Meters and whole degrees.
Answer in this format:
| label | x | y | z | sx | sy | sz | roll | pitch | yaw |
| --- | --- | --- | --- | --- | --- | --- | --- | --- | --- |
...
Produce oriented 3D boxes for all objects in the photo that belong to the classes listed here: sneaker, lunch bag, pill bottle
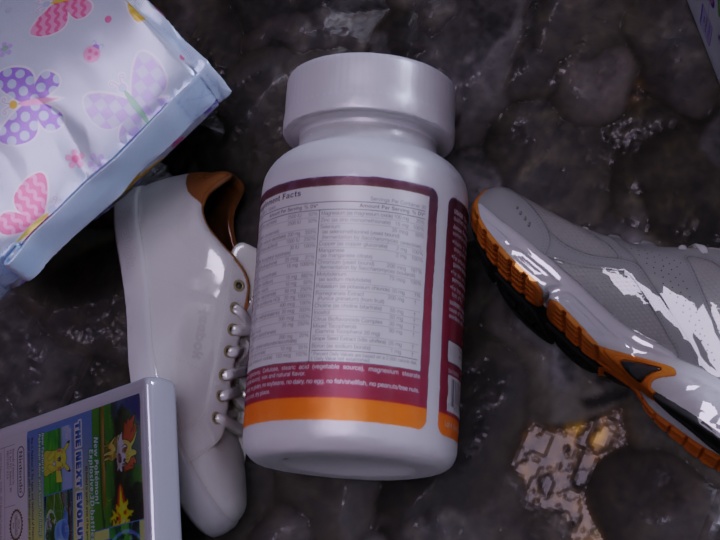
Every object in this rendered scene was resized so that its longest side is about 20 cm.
| label | x | y | z | sx | sy | sz | roll | pitch | yaw |
| --- | --- | --- | --- | --- | --- | --- | --- | --- | --- |
| sneaker | -0.076 | 0.035 | 0.800 | 0.084 | 0.073 | 0.202 | -18 | 70 | 11 |
| lunch bag | -0.177 | -0.089 | 0.823 | 0.170 | 0.127 | 0.200 | -45 | 48 | -2 |
| pill bottle | 0.000 | 0.000 | 0.772 | 0.108 | 0.110 | 0.202 | 0 | 74 | 14 |
| sneaker | 0.146 | 0.013 | 0.759 | 0.200 | 0.076 | 0.092 | 39 | 79 | 13 |

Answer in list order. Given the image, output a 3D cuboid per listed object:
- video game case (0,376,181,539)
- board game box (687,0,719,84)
| label | x | y | z | sx | sy | sz | roll | pitch | yaw |
| --- | --- | --- | --- | --- | --- | --- | --- | --- | --- |
| video game case | -0.153 | 0.171 | 0.764 | 0.181 | 0.022 | 0.202 | -20 | 67 | 40 |
| board game box | 0.196 | -0.134 | 0.738 | 0.040 | 0.153 | 0.202 | -17 | 71 | 4 |
